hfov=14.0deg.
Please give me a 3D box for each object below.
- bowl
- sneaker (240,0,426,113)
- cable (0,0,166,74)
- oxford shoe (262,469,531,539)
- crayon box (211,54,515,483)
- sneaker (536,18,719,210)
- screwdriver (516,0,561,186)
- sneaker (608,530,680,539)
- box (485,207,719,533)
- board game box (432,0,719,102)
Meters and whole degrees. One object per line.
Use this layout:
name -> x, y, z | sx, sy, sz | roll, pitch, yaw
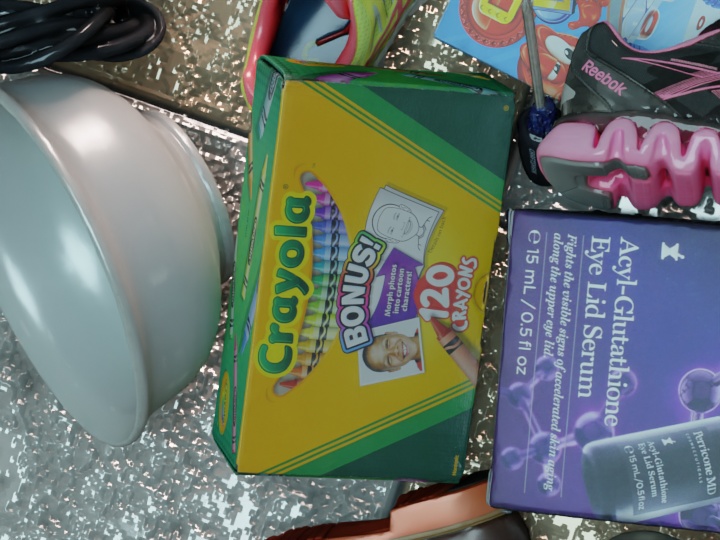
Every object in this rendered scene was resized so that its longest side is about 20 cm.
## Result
bowl -> -0.124, -0.019, 1.468 | 0.090, 0.201, 0.202 | -25, 83, -22
sneaker -> -0.002, -0.153, 1.458 | 0.078, 0.090, 0.201 | 24, 96, 15
cable -> -0.194, -0.118, 1.476 | 0.199, 0.163, 0.051 | 3, 87, 8
oxford shoe -> -0.008, 0.163, 1.479 | 0.199, 0.071, 0.073 | -18, 93, 16
crayon box -> 0.000, 0.000, 1.435 | 0.118, 0.058, 0.201 | 3, 105, -16
sneaker -> 0.185, -0.076, 1.365 | 0.199, 0.079, 0.096 | 6, 67, 7
screwdriver -> 0.086, -0.082, 1.383 | 0.028, 0.200, 0.029 | -30, 74, -5
sneaker -> 0.161, 0.222, 1.374 | 0.076, 0.114, 0.200 | -17, 112, 19
box -> 0.171, 0.049, 1.407 | 0.199, 0.104, 0.149 | 4, 92, 16
board game box -> 0.167, -0.158, 1.428 | 0.195, 0.056, 0.201 | 27, 98, 13
